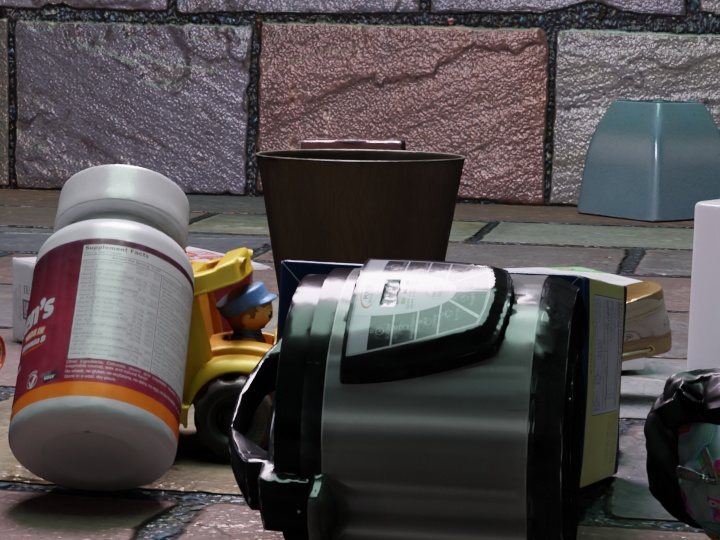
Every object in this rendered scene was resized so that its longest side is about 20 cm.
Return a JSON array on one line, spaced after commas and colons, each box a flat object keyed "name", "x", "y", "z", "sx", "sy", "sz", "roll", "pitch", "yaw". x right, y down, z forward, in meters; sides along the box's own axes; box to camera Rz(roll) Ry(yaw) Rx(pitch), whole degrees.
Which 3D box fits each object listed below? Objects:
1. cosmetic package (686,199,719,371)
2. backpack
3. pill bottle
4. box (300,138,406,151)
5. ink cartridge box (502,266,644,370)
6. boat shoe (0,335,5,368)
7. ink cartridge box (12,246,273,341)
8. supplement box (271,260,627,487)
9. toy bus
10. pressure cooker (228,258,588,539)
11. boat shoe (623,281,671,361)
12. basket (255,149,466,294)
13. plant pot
[{"name": "cosmetic package", "x": 0.405, "y": 0.022, "z": 1.719, "sx": 0.166, "sy": 0.168, "sz": 0.200, "roll": 8, "pitch": 9, "yaw": 38}, {"name": "backpack", "x": 0.279, "y": 0.114, "z": 1.117, "sx": 0.167, "sy": 0.127, "sz": 0.200, "roll": -18, "pitch": 17, "yaw": -34}, {"name": "pill bottle", "x": -0.168, "y": 0.036, "z": 1.320, "sx": 0.109, "sy": 0.200, "sz": 0.110, "roll": 2, "pitch": -34, "yaw": 1}, {"name": "box", "x": -0.007, "y": -0.030, "z": 1.947, "sx": 0.100, "sy": 0.201, "sz": 0.075, "roll": 2, "pitch": 6, "yaw": 6}, {"name": "ink cartridge box", "x": 0.143, "y": 0.045, "z": 1.831, "sx": 0.199, "sy": 0.084, "sz": 0.146, "roll": -1, "pitch": 7, "yaw": -19}, {"name": "boat shoe", "x": -0.314, "y": 0.081, "z": 1.507, "sx": 0.062, "sy": 0.071, "sz": 0.200, "roll": -9, "pitch": 8, "yaw": 18}, {"name": "ink cartridge box", "x": -0.209, "y": 0.030, "z": 1.906, "sx": 0.200, "sy": 0.084, "sz": 0.175, "roll": -4, "pitch": 8, "yaw": -33}, {"name": "supplement box", "x": 0.065, "y": 0.068, "z": 1.316, "sx": 0.199, "sy": 0.135, "sz": 0.200, "roll": 3, "pitch": -2, "yaw": 16}, {"name": "toy bus", "x": -0.128, "y": 0.034, "z": 1.454, "sx": 0.199, "sy": 0.193, "sz": 0.136, "roll": 3, "pitch": 5, "yaw": 2}, {"name": "pressure cooker", "x": 0.025, "y": 0.086, "z": 1.125, "sx": 0.199, "sy": 0.179, "sz": 0.176, "roll": 2, "pitch": -11, "yaw": 11}, {"name": "boat shoe", "x": 0.168, "y": 0.073, "z": 1.675, "sx": 0.200, "sy": 0.069, "sz": 0.074, "roll": -19, "pitch": 11, "yaw": 9}, {"name": "basket", "x": 0.000, "y": 0.000, "z": 1.702, "sx": 0.180, "sy": 0.201, "sz": 0.136, "roll": 1, "pitch": 7, "yaw": 4}, {"name": "plant pot", "x": 0.506, "y": -0.194, "z": 3.401, "sx": 0.196, "sy": 0.201, "sz": 0.196, "roll": -4, "pitch": 8, "yaw": -36}]
